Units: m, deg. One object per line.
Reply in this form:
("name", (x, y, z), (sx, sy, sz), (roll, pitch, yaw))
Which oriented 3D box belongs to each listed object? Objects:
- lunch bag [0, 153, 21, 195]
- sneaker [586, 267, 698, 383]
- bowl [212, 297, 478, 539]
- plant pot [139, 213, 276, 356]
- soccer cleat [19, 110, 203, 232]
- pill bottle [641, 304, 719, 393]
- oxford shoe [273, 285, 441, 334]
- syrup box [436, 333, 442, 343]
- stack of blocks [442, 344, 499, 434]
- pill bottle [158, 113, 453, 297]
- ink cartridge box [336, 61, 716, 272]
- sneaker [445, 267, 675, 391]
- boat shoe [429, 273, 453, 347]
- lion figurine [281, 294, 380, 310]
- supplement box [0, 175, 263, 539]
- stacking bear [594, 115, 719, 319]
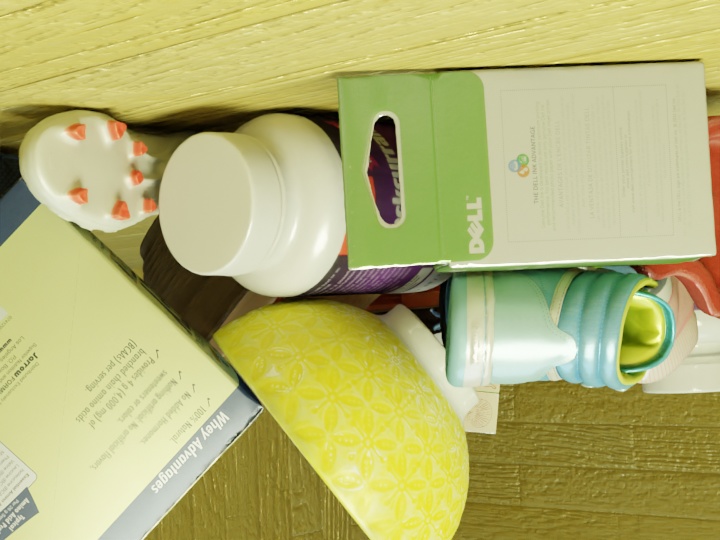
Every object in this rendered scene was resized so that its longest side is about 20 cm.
("lunch bag", (-0.321, -0.009, 1.047), (0.198, 0.138, 0.132), (1, 176, -23))
("sneaker", (0.196, -0.005, 1.063), (0.074, 0.105, 0.201), (-8, -141, 17))
("bowl", (0.009, 0.085, 0.936), (0.107, 0.201, 0.200), (-39, -178, -6))
("plant pot", (-0.096, -0.021, 1.101), (0.093, 0.201, 0.201), (40, 180, 3))
("soccer cleat", (-0.151, -0.059, 0.914), (0.077, 0.070, 0.200), (0, -178, 26))
("pill bottle", (0.272, 0.000, 1.255), (0.111, 0.203, 0.112), (-3, 179, 0))
("oxford shoe", (0.012, 0.031, 1.195), (0.198, 0.072, 0.073), (-5, 135, 27))
("syrup box", (0.147, -0.006, 1.331), (0.078, 0.082, 0.199), (13, -143, 42))
("stack of blocks", (0.035, 0.083, 1.122), (0.114, 0.059, 0.200), (5, 177, -3))
("pill bottle", (-0.025, -0.040, 0.936), (0.111, 0.113, 0.199), (-4, 178, 41))
("ink cartridge box", (0.086, -0.053, 0.807), (0.197, 0.105, 0.059), (-3, 178, -5))
("sneaker", (0.119, 0.023, 0.891), (0.129, 0.081, 0.200), (3, -162, 6))
("boat shoe", (0.096, 0.007, 1.049), (0.083, 0.069, 0.201), (23, -137, 2))
("lion figurine", (0.000, 0.000, 1.090), (0.072, 0.201, 0.122), (39, 158, -16))
("supplement box", (-0.204, 0.080, 0.932), (0.200, 0.200, 0.134), (-46, -168, -4))
("stacking bear", (0.150, -0.051, 0.968), (0.121, 0.115, 0.199), (26, 172, -39))
